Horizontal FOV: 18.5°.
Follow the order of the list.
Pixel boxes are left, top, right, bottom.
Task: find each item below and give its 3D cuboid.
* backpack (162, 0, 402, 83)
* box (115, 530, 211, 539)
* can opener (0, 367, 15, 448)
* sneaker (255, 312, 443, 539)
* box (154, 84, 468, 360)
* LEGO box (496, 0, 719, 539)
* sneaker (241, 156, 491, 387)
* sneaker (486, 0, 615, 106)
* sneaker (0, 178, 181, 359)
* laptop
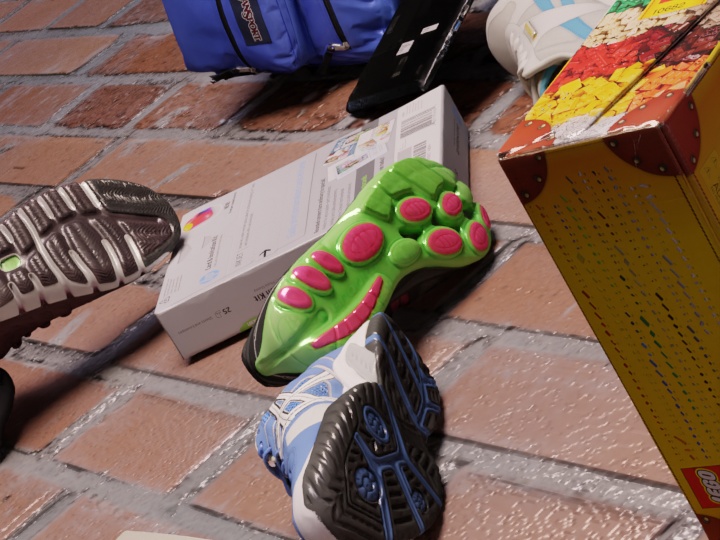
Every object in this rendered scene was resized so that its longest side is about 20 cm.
[{"bbox_3d":[-0.043,-0.222,1.679,0.200,0.163,0.168,-1,36,35],"label":"backpack"},{"bbox_3d":[-0.131,0.205,0.970,0.082,0.068,0.200,-4,35,50],"label":"box"},{"bbox_3d":[-0.301,0.121,1.399,0.200,0.079,0.063,-36,28,15],"label":"can opener"},{"bbox_3d":[-0.009,0.092,1.068,0.077,0.076,0.200,-32,11,16],"label":"sneaker"},{"bbox_3d":[-0.028,-0.032,1.395,0.200,0.041,0.156,-25,21,13],"label":"box"},{"bbox_3d":[0.157,-0.011,0.878,0.077,0.200,0.149,-11,29,41],"label":"LEGO box"},{"bbox_3d":[0.000,0.000,1.233,0.200,0.077,0.084,-35,-2,-44],"label":"sneaker"},{"bbox_3d":[0.125,-0.133,1.358,0.081,0.077,0.200,-38,23,-15],"label":"sneaker"},{"bbox_3d":[-0.215,0.013,1.422,0.200,0.076,0.116,-21,-21,-26],"label":"sneaker"},{"bbox_3d":[0.098,-0.180,1.545,0.200,0.103,0.177,-62,14,-9],"label":"laptop"}]
